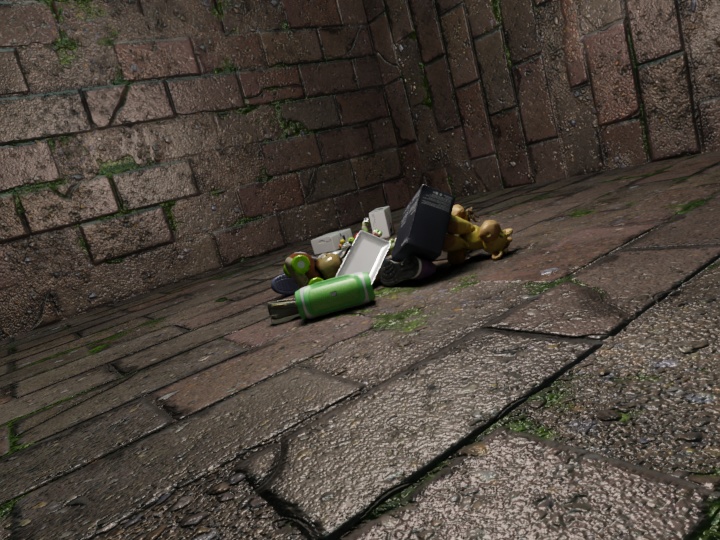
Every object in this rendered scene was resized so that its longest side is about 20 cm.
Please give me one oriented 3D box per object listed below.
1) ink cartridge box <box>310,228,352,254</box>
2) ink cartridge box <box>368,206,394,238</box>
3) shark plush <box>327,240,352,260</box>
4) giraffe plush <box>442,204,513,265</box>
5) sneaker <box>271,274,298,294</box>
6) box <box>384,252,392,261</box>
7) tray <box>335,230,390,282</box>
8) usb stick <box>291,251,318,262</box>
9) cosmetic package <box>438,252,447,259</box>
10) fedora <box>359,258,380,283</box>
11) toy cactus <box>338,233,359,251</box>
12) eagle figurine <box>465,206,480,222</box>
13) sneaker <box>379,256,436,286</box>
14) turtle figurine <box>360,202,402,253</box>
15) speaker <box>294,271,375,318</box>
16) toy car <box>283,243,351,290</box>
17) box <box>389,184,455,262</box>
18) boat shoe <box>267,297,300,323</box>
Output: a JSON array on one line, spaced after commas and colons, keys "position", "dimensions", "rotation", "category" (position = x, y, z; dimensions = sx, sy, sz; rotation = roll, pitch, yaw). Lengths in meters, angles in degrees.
[{"position": [-0.150, -0.155, 2.770], "dimensions": [0.146, 0.084, 0.200], "rotation": [-9, 11, 32], "category": "ink cartridge box"}, {"position": [0.114, -0.250, 2.708], "dimensions": [0.082, 0.147, 0.200], "rotation": [-10, 11, 14], "category": "ink cartridge box"}, {"position": [-0.090, -0.020, 1.772], "dimensions": [0.199, 0.091, 0.083], "rotation": [-26, -10, -13], "category": "shark plush"}, {"position": [0.347, -0.092, 1.502], "dimensions": [0.161, 0.174, 0.200], "rotation": [5, -14, 38], "category": "giraffe plush"}, {"position": [-0.237, 0.041, 1.817], "dimensions": [0.199, 0.074, 0.082], "rotation": [-14, 4, -44], "category": "sneaker"}, {"position": [0.062, -0.025, 1.808], "dimensions": [0.199, 0.038, 0.136], "rotation": [-10, 11, 29], "category": "box"}, {"position": [0.010, -0.027, 1.550], "dimensions": [0.107, 0.022, 0.201], "rotation": [23, 56, 6], "category": "tray"}, {"position": [-0.135, -0.015, 1.710], "dimensions": [0.199, 0.056, 0.033], "rotation": [13, 1, -9], "category": "usb stick"}, {"position": [0.260, -0.085, 1.706], "dimensions": [0.199, 0.085, 0.107], "rotation": [-6, 15, 39], "category": "cosmetic package"}, {"position": [0.000, 0.000, 1.624], "dimensions": [0.199, 0.082, 0.201], "rotation": [-15, 9, 2], "category": "fedora"}, {"position": [-0.068, -0.048, 1.873], "dimensions": [0.165, 0.102, 0.200], "rotation": [-40, -7, -30], "category": "toy cactus"}, {"position": [0.357, -0.166, 1.992], "dimensions": [0.200, 0.151, 0.151], "rotation": [-42, -46, 21], "category": "eagle figurine"}, {"position": [0.134, 0.009, 1.473], "dimensions": [0.087, 0.076, 0.200], "rotation": [7, -8, -32], "category": "sneaker"}, {"position": [0.077, -0.124, 1.758], "dimensions": [0.143, 0.201, 0.194], "rotation": [2, 4, 10], "category": "turtle figurine"}, {"position": [-0.066, 0.064, 1.349], "dimensions": [0.199, 0.089, 0.088], "rotation": [-15, 9, 0], "category": "speaker"}, {"position": [-0.115, -0.020, 1.574], "dimensions": [0.200, 0.158, 0.164], "rotation": [-38, 6, -17], "category": "toy car"}, {"position": [0.175, -0.114, 1.487], "dimensions": [0.104, 0.183, 0.200], "rotation": [19, -17, -5], "category": "box"}, {"position": [-0.155, 0.090, 1.422], "dimensions": [0.200, 0.061, 0.072], "rotation": [-17, 10, -8], "category": "boat shoe"}]
